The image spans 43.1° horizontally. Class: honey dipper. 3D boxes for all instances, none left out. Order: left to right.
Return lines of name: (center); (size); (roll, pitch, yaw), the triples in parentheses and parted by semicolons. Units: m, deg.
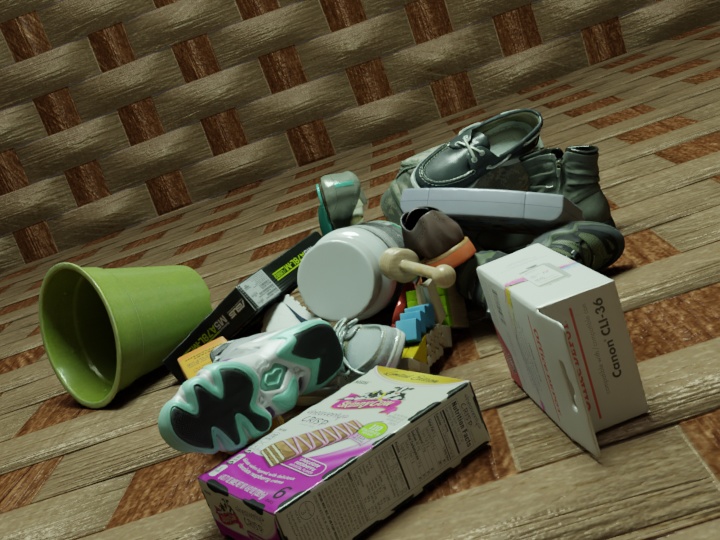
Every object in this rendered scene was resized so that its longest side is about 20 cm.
honey dipper: (0.061, 0.000, 0.940); (0.038, 0.038, 0.200); (-23, 10, -11)

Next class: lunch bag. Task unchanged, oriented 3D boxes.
lunch bag: (0.149, -0.119, 1.289); (0.200, 0.139, 0.168); (-23, -12, -25)

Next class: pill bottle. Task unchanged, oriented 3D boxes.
pill bottle: (0.000, 0.000, 1.127); (0.113, 0.113, 0.200); (-15, 3, 19)

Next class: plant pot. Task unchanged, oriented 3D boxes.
plant pot: (-0.314, 0.071, 1.280); (0.200, 0.200, 0.190); (-6, 6, 44)

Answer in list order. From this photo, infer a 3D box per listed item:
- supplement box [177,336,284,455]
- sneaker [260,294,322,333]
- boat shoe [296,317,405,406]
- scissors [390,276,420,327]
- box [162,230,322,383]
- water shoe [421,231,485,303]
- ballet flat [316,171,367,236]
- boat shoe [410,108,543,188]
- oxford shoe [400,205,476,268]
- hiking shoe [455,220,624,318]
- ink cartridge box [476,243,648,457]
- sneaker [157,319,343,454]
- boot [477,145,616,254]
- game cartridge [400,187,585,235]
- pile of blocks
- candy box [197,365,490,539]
supplement box: (-0.147, 0.132, 1.000); (0.067, 0.069, 0.200); (-26, 18, -15)
sneaker: (-0.093, 0.085, 1.103); (0.080, 0.076, 0.200); (-34, 15, -14)
boat shoe: (-0.034, 0.092, 0.916); (0.202, 0.065, 0.074); (-17, 49, 51)
scissors: (0.064, 0.019, 1.094); (0.014, 0.073, 0.200); (17, 33, 9)
box: (-0.147, 0.047, 1.217); (0.193, 0.048, 0.200); (-45, -3, 36)
water shoe: (0.108, -0.007, 1.128); (0.079, 0.072, 0.200); (-2, 10, -15)
ballet flat: (-0.022, -0.077, 1.206); (0.064, 0.067, 0.200); (-16, -12, -5)
boat shoe: (0.152, -0.157, 1.177); (0.200, 0.076, 0.060); (-31, -19, -27)
oxford shoe: (0.080, -0.044, 1.048); (0.071, 0.073, 0.200); (-33, 7, -6)
hiking shoe: (0.211, 0.009, 0.997); (0.200, 0.076, 0.101); (-18, 35, -11)
ink cartridge box: (0.167, 0.058, 0.743); (0.067, 0.117, 0.200); (-21, 15, -4)
sneaker: (-0.124, 0.111, 0.839); (0.200, 0.078, 0.140); (-23, 6, -43)
boot: (0.233, -0.096, 1.205); (0.200, 0.131, 0.068); (-10, 16, 34)
game cartridge: (0.156, -0.070, 1.094); (0.200, 0.042, 0.133); (5, 0, 27)
pile of blocks: (0.053, 0.061, 0.960); (0.062, 0.082, 0.200); (-12, 16, 27)
candy box: (-0.013, 0.153, 0.743); (0.200, 0.061, 0.136); (-28, 15, -31)
